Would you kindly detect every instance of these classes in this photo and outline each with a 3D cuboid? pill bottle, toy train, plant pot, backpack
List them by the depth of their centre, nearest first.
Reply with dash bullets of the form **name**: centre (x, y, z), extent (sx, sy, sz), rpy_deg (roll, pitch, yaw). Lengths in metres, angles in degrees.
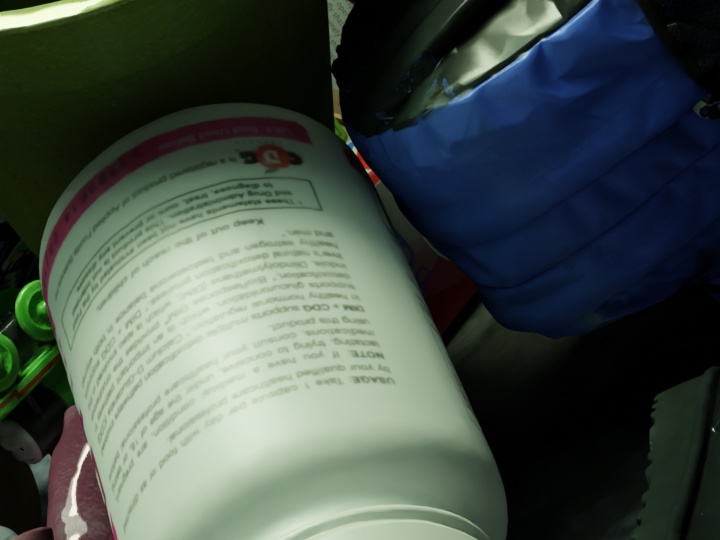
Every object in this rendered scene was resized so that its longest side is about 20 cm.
- **pill bottle**: centre (-0.023, 0.053, 0.778), extent (0.113, 0.113, 0.200), rpy_deg (-33, 46, 10)
- **backpack**: centre (0.101, -0.067, 0.841), extent (0.200, 0.168, 0.163), rpy_deg (-34, 17, 9)
- **plant pot**: centre (-0.085, -0.091, 0.884), extent (0.199, 0.190, 0.201), rpy_deg (-6, 51, 8)
- **toy train**: centre (-0.080, -0.005, 0.981), extent (0.200, 0.056, 0.042), rpy_deg (-47, 16, -26)

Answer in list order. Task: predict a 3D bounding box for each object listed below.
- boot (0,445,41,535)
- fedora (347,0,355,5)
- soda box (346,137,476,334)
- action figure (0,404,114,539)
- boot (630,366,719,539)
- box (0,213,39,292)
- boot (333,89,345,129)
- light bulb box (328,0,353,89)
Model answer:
- **boot**: centre (-0.175, 0.119, 0.919), extent (0.066, 0.200, 0.176), rpy_deg (6, 72, 16)
- **fedora**: centre (0.074, -0.155, 0.941), extent (0.200, 0.201, 0.082), rpy_deg (-38, 44, -3)
- **soda box**: centre (0.000, 0.000, 1.012), extent (0.070, 0.063, 0.200), rpy_deg (-12, 32, 52)
- **action figure**: centre (-0.085, 0.127, 0.868), extent (0.148, 0.134, 0.200), rpy_deg (3, 36, 9)
- **boot**: centre (0.153, 0.054, 0.645), extent (0.162, 0.074, 0.199), rpy_deg (-25, 22, 20)
- **box**: centre (-0.175, 0.038, 1.021), extent (0.159, 0.046, 0.200), rpy_deg (-22, -33, -51)
- **boot**: centre (-0.076, -0.021, 1.186), extent (0.199, 0.074, 0.076), rpy_deg (-17, 39, 40)
- **light bulb box**: centre (0.023, -0.202, 1.329), extent (0.200, 0.125, 0.198), rpy_deg (-32, 21, 15)
